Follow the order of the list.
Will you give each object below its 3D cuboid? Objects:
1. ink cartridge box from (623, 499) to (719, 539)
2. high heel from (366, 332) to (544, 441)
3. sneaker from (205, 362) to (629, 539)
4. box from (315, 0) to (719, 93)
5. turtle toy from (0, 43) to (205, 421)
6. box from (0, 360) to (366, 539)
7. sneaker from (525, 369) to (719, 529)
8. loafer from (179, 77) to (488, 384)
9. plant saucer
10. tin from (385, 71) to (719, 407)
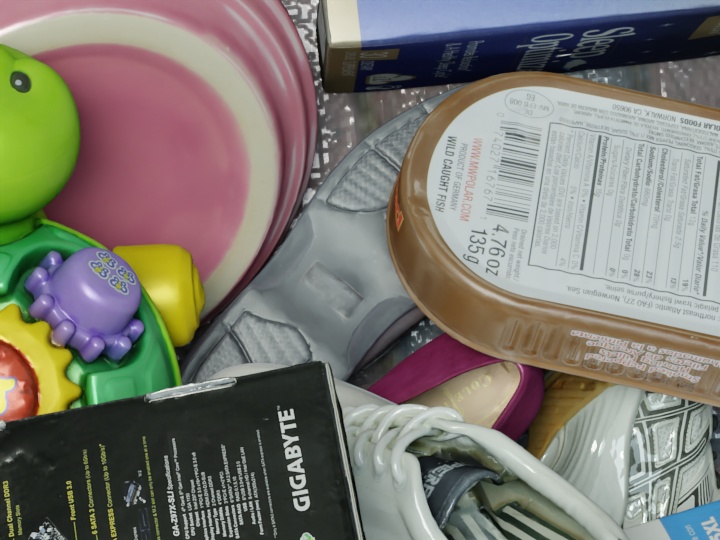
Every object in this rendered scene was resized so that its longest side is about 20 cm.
[{"bbox_3d":[0.066,0.167,0.939,0.199,0.067,0.116,-15,129,-8],"label":"ink cartridge box"},{"bbox_3d":[-0.014,0.092,0.985,0.067,0.096,0.200,44,87,0],"label":"high heel"},{"bbox_3d":[0.021,0.073,0.899,0.200,0.071,0.073,25,53,27],"label":"sneaker"},{"bbox_3d":[0.084,-0.099,0.986,0.199,0.121,0.032,-7,86,-2],"label":"box"},{"bbox_3d":[-0.125,0.023,0.877,0.145,0.101,0.201,-4,83,-2],"label":"turtle toy"},{"bbox_3d":[-0.068,0.135,0.761,0.159,0.049,0.200,-12,61,0],"label":"box"},{"bbox_3d":[0.110,0.069,1.013,0.088,0.076,0.200,27,84,-22],"label":"sneaker"},{"bbox_3d":[0.000,0.000,1.012,0.200,0.063,0.072,-44,90,-12],"label":"loafer"},{"bbox_3d":[-0.108,-0.038,0.959,0.200,0.051,0.201,-10,123,-16],"label":"plant saucer"},{"bbox_3d":[0.110,-0.011,0.956,0.199,0.042,0.112,12,62,-1],"label":"tin"}]
